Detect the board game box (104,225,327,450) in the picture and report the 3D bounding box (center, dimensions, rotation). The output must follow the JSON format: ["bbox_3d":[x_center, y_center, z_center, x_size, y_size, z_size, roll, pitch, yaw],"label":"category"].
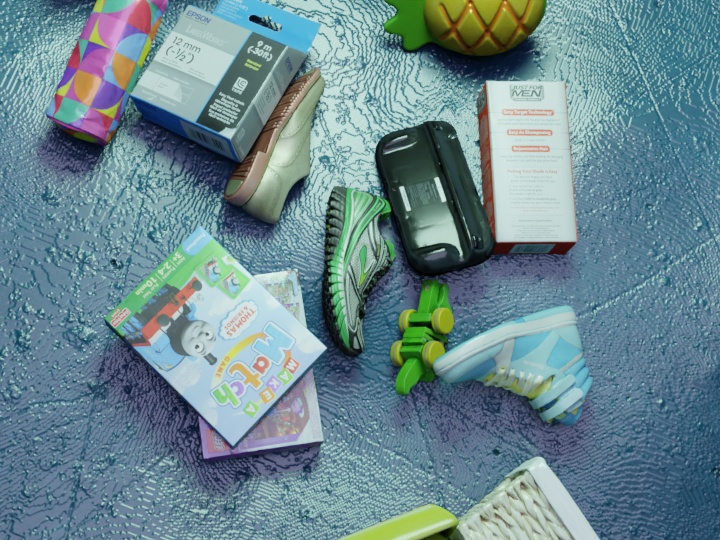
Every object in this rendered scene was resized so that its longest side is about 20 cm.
[{"bbox_3d":[-0.159,0.073,1.428,0.200,0.037,0.151,43,76,6],"label":"board game box"}]

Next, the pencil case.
[{"bbox_3d":[-0.292,-0.246,1.494,0.088,0.088,0.201,22,85,0],"label":"pencil case"}]

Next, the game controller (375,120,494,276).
[{"bbox_3d":[0.085,-0.088,1.519,0.104,0.042,0.201,-18,62,4],"label":"game controller"}]

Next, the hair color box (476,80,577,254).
[{"bbox_3d":[0.198,-0.123,1.546,0.101,0.061,0.202,0,77,-6],"label":"hair color box"}]

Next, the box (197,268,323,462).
[{"bbox_3d":[-0.123,0.106,1.462,0.136,0.039,0.202,-7,76,-8],"label":"box"}]

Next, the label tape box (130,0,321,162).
[{"bbox_3d":[-0.156,-0.246,1.519,0.142,0.066,0.201,24,76,18],"label":"label tape box"}]

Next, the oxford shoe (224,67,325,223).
[{"bbox_3d":[-0.087,-0.147,1.529,0.074,0.071,0.201,36,72,-23],"label":"oxford shoe"}]

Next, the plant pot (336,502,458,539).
[{"bbox_3d":[0.036,0.360,1.337,0.198,0.200,0.183,-19,72,-10],"label":"plant pot"}]

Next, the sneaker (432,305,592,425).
[{"bbox_3d":[0.183,0.123,1.452,0.199,0.079,0.131,-16,79,-29],"label":"sneaker"}]

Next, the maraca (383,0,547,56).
[{"bbox_3d":[0.126,-0.318,1.559,0.198,0.138,0.107,-3,43,0],"label":"maraca"}]

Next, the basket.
[{"bbox_3d":[0.193,0.320,1.395,0.123,0.136,0.201,-32,81,-9],"label":"basket"}]

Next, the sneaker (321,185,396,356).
[{"bbox_3d":[0.000,0.000,1.483,0.084,0.078,0.202,5,74,-6],"label":"sneaker"}]

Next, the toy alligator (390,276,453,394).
[{"bbox_3d":[0.084,0.058,1.495,0.054,0.059,0.201,38,59,-42],"label":"toy alligator"}]
